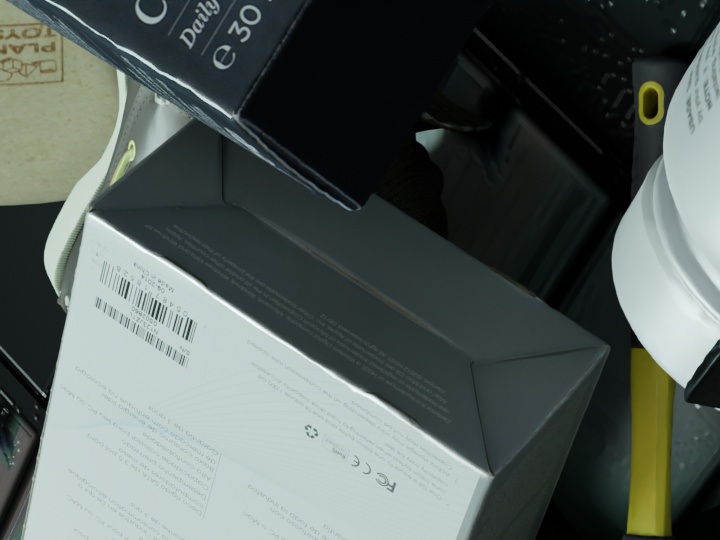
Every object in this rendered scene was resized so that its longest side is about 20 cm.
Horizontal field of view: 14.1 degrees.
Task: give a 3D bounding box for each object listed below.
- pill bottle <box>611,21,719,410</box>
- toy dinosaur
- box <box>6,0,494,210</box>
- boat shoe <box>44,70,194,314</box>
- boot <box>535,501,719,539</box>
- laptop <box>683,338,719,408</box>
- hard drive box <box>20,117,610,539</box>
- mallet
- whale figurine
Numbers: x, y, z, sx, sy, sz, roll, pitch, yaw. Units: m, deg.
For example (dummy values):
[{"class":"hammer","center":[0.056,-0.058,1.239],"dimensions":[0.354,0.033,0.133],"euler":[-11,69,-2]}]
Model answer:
[{"class":"pill bottle","center":[0.154,-0.049,0.819],"dimensions":[0.113,0.113,0.200],"euler":[47,137,14]},{"class":"toy dinosaur","center":[0.000,0.000,1.025],"dimensions":[0.077,0.102,0.201],"euler":[29,139,19]},{"class":"box","center":[-0.042,-0.158,0.858],"dimensions":[0.196,0.124,0.201],"euler":[31,89,21]},{"class":"boat shoe","center":[-0.055,-0.040,1.022],"dimensions":[0.061,0.071,0.202],"euler":[65,144,36]},{"class":"boot","center":[0.088,0.109,1.008],"dimensions":[0.162,0.073,0.199],"euler":[-26,94,47]},{"class":"laptop","center":[0.209,0.026,0.744],"dimensions":[0.200,0.176,0.104],"euler":[122,152,-45]},{"class":"hard drive box","center":[-0.024,0.069,0.961],"dimensions":[0.155,0.077,0.201],"euler":[34,137,15]},{"class":"mallet","center":[0.102,0.034,0.932],"dimensions":[0.066,0.041,0.201],"euler":[9,93,34]},{"class":"whale figurine","center":[-0.124,-0.110,1.041],"dimensions":[0.200,0.158,0.104],"euler":[95,169,-55]}]
